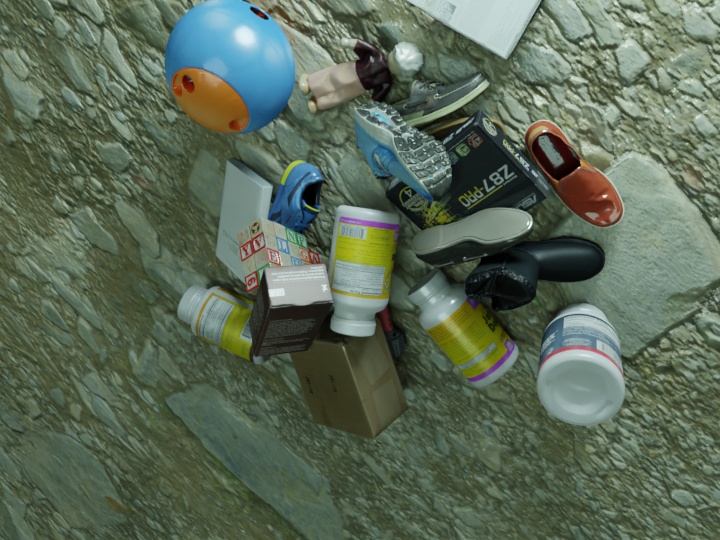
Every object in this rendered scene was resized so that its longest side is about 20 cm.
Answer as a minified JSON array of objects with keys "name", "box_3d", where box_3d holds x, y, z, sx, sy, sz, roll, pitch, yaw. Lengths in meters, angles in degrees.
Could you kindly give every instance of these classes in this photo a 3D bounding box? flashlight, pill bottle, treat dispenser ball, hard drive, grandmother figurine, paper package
[{"name":"flashlight","box_3d":[0.042,0.064,1.062,0.068,0.068,0.201,8,121,46]},{"name":"pill bottle","box_3d":[0.338,0.133,0.894,0.119,0.200,0.120,8,114,18]},{"name":"treat dispenser ball","box_3d":[-0.203,-0.317,0.912,0.200,0.201,0.202,8,114,18]},{"name":"pill bottle","box_3d":[-0.261,0.102,1.164,0.199,0.109,0.110,23,118,11]},{"name":"pill bottle","box_3d":[0.000,0.000,0.942,0.104,0.104,0.201,10,97,17]},{"name":"hard drive","box_3d":[-0.221,-0.090,1.083,0.132,0.027,0.201,38,126,38]},{"name":"grandmother figurine","box_3d":[0.002,-0.313,0.921,0.199,0.061,0.121,-11,136,21]},{"name":"pill bottle","box_3d":[0.172,0.095,0.998,0.104,0.104,0.200,-38,95,29]},{"name":"paper package","box_3d":[-0.029,0.191,1.085,0.190,0.103,0.201,-1,113,48]}]

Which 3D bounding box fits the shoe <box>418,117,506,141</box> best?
[{"name":"shoe","box_3d":[0.128,-0.206,0.914,0.199,0.053,0.070,-8,127,24]}]

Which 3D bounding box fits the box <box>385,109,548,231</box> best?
[{"name":"box","box_3d":[0.161,-0.127,0.902,0.161,0.049,0.200,40,132,-18]}]

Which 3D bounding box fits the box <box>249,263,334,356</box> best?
[{"name":"box","box_3d":[-0.119,0.068,0.944,0.200,0.100,0.075,122,139,-57]}]

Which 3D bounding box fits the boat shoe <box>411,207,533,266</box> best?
[{"name":"boat shoe","box_3d":[0.176,-0.047,0.897,0.199,0.067,0.057,-10,143,34]}]

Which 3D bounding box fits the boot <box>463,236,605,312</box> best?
[{"name":"boot","box_3d":[0.269,0.008,0.887,0.199,0.168,0.077,6,115,18]}]

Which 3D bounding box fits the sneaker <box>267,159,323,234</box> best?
[{"name":"sneaker","box_3d":[-0.118,-0.094,1.037,0.078,0.066,0.201,43,123,35]}]

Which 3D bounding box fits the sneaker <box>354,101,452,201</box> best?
[{"name":"sneaker","box_3d":[0.060,-0.167,0.868,0.200,0.078,0.090,51,147,29]}]

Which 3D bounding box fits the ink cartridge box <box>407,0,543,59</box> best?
[{"name":"ink cartridge box","box_3d":[0.155,-0.400,0.827,0.200,0.050,0.109,33,120,7]}]

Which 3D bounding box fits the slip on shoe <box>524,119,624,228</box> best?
[{"name":"slip on shoe","box_3d":[0.318,-0.139,0.868,0.074,0.061,0.200,-39,96,28]}]

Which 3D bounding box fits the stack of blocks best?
[{"name":"stack of blocks","box_3d":[-0.116,-0.003,1.015,0.058,0.200,0.116,-29,61,26]}]

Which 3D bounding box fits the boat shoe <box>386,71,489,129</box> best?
[{"name":"boat shoe","box_3d":[0.096,-0.260,0.894,0.200,0.072,0.066,-21,108,29]}]
